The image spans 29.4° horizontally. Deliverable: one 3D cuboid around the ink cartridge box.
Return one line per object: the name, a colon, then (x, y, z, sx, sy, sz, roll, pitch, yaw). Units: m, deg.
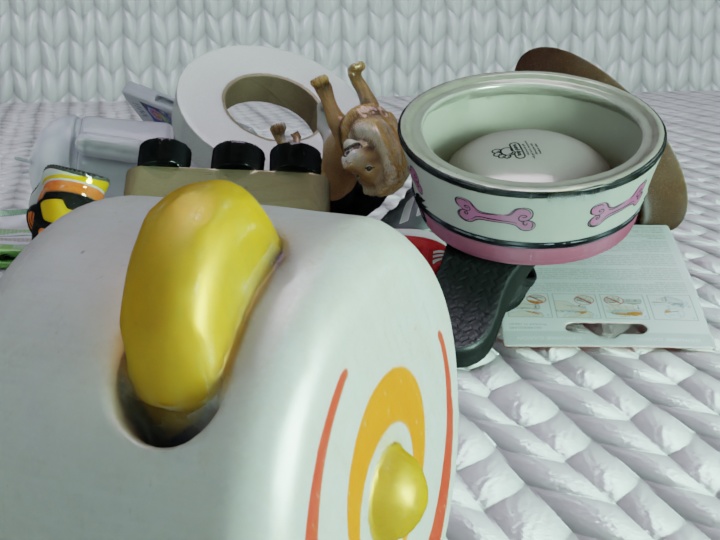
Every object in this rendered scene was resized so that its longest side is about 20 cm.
ink cartridge box: (0.182, 0.025, 1.084, 0.158, 0.048, 0.201, 1, 29, 1)

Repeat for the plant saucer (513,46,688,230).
plant saucer: (0.196, -0.102, 1.188, 0.034, 0.201, 0.200, -42, 27, -15)

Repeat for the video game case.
video game case: (-0.161, -0.132, 1.507, 0.199, 0.018, 0.143, 24, -20, 36)

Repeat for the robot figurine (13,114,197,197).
robot figurine: (-0.263, -0.104, 1.455, 0.197, 0.114, 0.170, 4, -21, -7)

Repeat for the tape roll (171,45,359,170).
tape roll: (-0.089, -0.151, 1.376, 0.200, 0.037, 0.204, 11, 43, -10)

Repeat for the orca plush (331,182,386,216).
orca plush: (-0.034, -0.066, 1.403, 0.199, 0.106, 0.071, 2, 40, -53)

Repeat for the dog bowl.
dog bowl: (0.127, -0.076, 1.031, 0.198, 0.074, 0.201, -1, 33, 1)

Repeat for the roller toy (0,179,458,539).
roller toy: (-0.042, 0.067, 0.482, 0.138, 0.203, 0.182, 6, 7, 22)

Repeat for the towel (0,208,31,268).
towel: (-0.382, -0.034, 1.349, 0.147, 0.031, 0.200, -3, 12, -11)

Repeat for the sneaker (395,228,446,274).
sneaker: (0.000, 0.000, 1.077, 0.198, 0.079, 0.115, -6, 12, -20)

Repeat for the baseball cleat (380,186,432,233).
baseball cleat: (0.066, -0.066, 1.199, 0.198, 0.107, 0.070, -25, -25, -2)

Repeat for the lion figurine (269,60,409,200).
lion figurine: (-0.015, -0.105, 1.232, 0.072, 0.124, 0.200, -21, -7, -19)

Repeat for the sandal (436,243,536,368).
sandal: (0.091, 0.010, 1.018, 0.075, 0.048, 0.201, 14, 42, 23)

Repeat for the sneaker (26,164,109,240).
sneaker: (-0.268, -0.025, 1.219, 0.069, 0.091, 0.200, 13, -17, -12)

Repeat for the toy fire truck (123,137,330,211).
toy fire truck: (-0.112, -0.041, 1.233, 0.174, 0.130, 0.200, 2, -25, 2)
